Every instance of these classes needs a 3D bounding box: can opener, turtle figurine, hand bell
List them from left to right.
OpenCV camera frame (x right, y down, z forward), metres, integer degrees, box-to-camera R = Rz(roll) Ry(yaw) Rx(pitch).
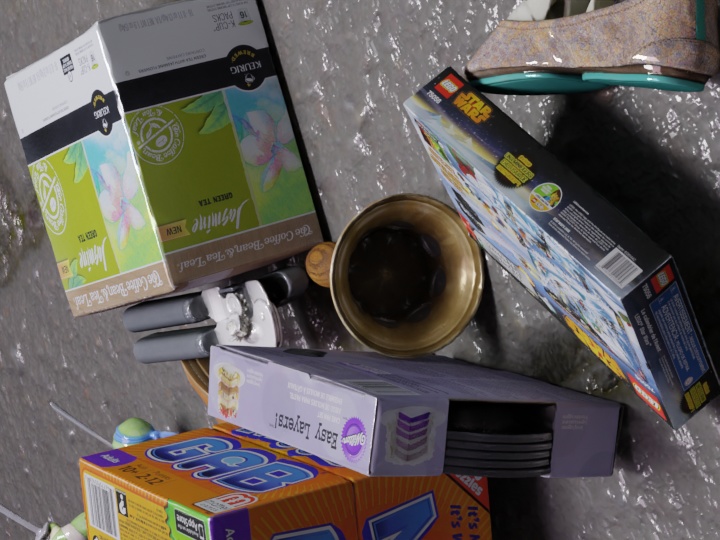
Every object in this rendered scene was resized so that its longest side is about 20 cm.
[{"bbox_3d":[-0.222,0.217,1.793,0.144,0.199,0.195,-88,-13,-71],"label":"turtle figurine"},{"bbox_3d":[-0.108,0.038,1.520,0.200,0.066,0.053,-12,98,52],"label":"can opener"},{"bbox_3d":[0.000,0.000,1.379,0.200,0.104,0.105,-174,69,-72],"label":"hand bell"}]

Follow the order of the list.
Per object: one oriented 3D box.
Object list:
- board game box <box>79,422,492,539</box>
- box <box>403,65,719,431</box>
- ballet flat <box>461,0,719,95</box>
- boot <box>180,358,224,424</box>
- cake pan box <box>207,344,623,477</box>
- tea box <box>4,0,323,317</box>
[{"bbox_3d":[-0.046,0.215,1.336,0.200,0.199,0.201,11,109,58],"label":"board game box"},{"bbox_3d":[0.113,-0.014,1.140,0.200,0.040,0.137,46,171,38],"label":"box"},{"bbox_3d":[0.126,-0.130,1.105,0.200,0.068,0.068,6,90,56],"label":"ballet flat"},{"bbox_3d":[-0.076,0.147,1.588,0.200,0.076,0.156,36,139,37],"label":"boot"},{"bbox_3d":[0.032,0.084,1.238,0.200,0.183,0.053,12,98,55],"label":"cake pan box"},{"bbox_3d":[-0.149,-0.083,1.512,0.200,0.133,0.198,-16,92,61],"label":"tea box"}]
